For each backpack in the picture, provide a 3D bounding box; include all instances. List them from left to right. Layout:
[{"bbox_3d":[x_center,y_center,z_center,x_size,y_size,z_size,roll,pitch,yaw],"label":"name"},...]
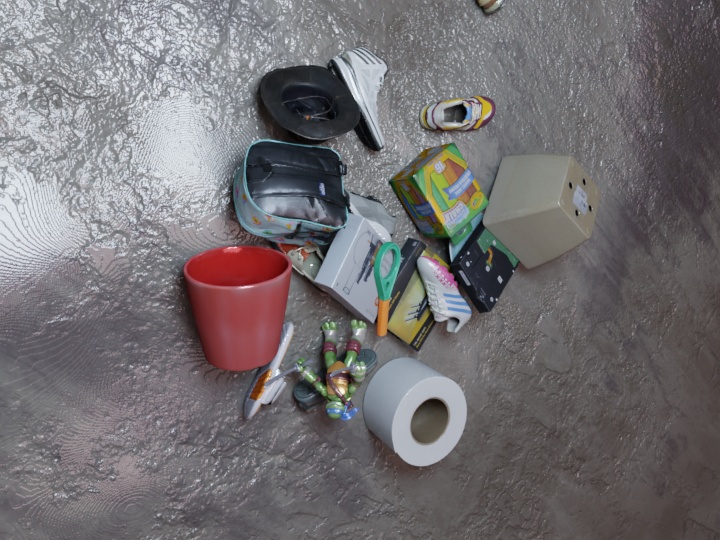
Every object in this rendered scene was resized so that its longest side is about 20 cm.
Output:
[{"bbox_3d":[-0.136,-0.140,1.100,0.197,0.153,0.180,8,67,-33],"label":"backpack"}]

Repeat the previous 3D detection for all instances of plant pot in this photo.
[{"bbox_3d":[-0.222,0.071,1.100,0.197,0.200,0.181,-8,115,-26],"label":"plant pot"},{"bbox_3d":[0.428,-0.149,1.369,0.199,0.175,0.203,37,61,-29],"label":"plant pot"}]

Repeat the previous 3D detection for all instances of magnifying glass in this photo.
[{"bbox_3d":[0.052,0.040,1.249,0.079,0.022,0.204,-22,123,-52],"label":"magnifying glass"}]

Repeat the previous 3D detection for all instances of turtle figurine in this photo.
[{"bbox_3d":[-0.055,0.176,1.185,0.199,0.143,0.196,35,42,-25],"label":"turtle figurine"}]

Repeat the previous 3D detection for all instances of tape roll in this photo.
[{"bbox_3d":[0.122,0.314,1.351,0.199,0.139,0.207,-6,103,-26],"label":"tape roll"}]

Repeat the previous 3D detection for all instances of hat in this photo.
[{"bbox_3d":[-0.098,-0.294,1.126,0.197,0.203,0.081,-16,151,-24],"label":"hat"}]

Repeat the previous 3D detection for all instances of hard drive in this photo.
[{"bbox_3d":[0.289,-0.020,1.367,0.141,0.037,0.201,54,52,-18],"label":"hard drive"}]

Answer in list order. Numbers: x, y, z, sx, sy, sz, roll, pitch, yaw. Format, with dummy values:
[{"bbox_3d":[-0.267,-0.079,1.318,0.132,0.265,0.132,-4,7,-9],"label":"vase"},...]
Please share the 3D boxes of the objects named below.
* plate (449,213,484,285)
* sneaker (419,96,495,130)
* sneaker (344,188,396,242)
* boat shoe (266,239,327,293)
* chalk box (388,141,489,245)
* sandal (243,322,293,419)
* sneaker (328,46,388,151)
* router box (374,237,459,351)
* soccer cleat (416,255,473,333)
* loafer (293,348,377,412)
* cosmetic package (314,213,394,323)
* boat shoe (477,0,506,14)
[{"bbox_3d":[0.268,-0.039,1.397,0.197,0.025,0.205,8,77,-38],"label":"plate"},{"bbox_3d":[0.231,-0.340,1.306,0.197,0.090,0.077,-17,108,-24],"label":"sneaker"},{"bbox_3d":[0.000,-0.129,1.243,0.199,0.073,0.080,37,73,-35],"label":"sneaker"},{"bbox_3d":[-0.113,-0.028,1.201,0.071,0.062,0.201,-45,116,-11],"label":"boat shoe"},{"bbox_3d":[0.179,-0.150,1.282,0.124,0.124,0.201,-41,107,-15],"label":"chalk box"},{"bbox_3d":[-0.169,0.210,1.207,0.059,0.079,0.210,28,84,-23],"label":"sandal"},{"bbox_3d":[0.027,-0.351,1.203,0.114,0.075,0.203,-33,111,-16],"label":"sneaker"},{"bbox_3d":[0.120,0.055,1.347,0.156,0.052,0.202,36,82,-29],"label":"router box"},{"bbox_3d":[0.176,0.057,1.305,0.087,0.069,0.200,-51,119,-16],"label":"soccer cleat"},{"bbox_3d":[-0.050,0.237,1.294,0.197,0.072,0.064,-25,131,-14],"label":"loafer"},{"bbox_3d":[0.000,0.000,1.217,0.153,0.051,0.200,-63,146,-11],"label":"cosmetic package"},{"bbox_3d":[0.307,-0.662,1.294,0.073,0.075,0.203,26,87,-26],"label":"boat shoe"}]
